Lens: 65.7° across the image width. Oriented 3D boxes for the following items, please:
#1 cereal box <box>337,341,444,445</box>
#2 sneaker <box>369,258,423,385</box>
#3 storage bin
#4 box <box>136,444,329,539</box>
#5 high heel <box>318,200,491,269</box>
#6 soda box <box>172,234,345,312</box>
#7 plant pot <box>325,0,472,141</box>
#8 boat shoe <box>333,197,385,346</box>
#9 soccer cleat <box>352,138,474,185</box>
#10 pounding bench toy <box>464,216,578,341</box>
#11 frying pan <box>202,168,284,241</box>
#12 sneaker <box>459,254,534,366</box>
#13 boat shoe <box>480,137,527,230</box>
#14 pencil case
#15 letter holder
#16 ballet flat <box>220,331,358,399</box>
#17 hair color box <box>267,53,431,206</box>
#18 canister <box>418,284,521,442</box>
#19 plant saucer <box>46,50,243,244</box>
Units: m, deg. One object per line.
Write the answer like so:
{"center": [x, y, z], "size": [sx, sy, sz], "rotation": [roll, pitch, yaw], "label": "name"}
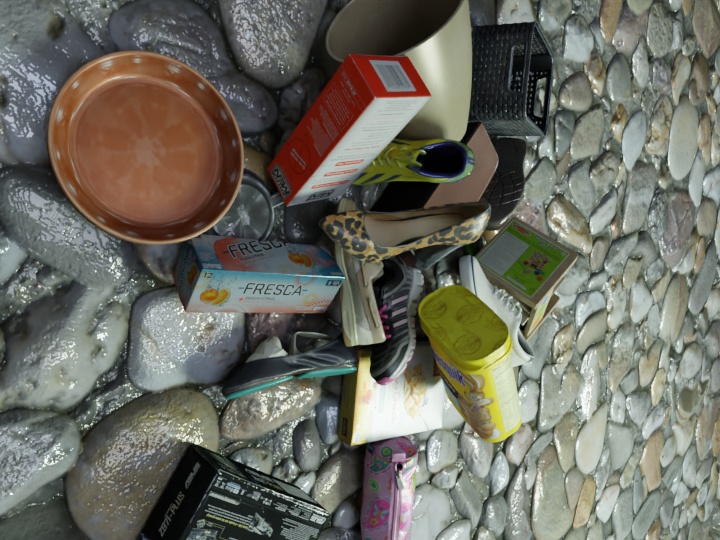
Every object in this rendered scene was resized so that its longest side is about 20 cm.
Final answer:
{"center": [0.058, 0.189, 0.889], "size": [0.198, 0.039, 0.146], "rotation": [2, 94, -39], "label": "cereal box"}
{"center": [0.034, 0.065, 0.811], "size": [0.087, 0.073, 0.202], "rotation": [31, 55, -25], "label": "sneaker"}
{"center": [0.239, -0.293, 0.879], "size": [0.199, 0.093, 0.137], "rotation": [-8, 103, -63], "label": "storage bin"}
{"center": [-0.162, 0.340, 0.705], "size": [0.200, 0.086, 0.165], "rotation": [38, 73, -36], "label": "box"}
{"center": [0.059, -0.065, 0.693], "size": [0.198, 0.142, 0.072], "rotation": [13, 55, -33], "label": "high heel"}
{"center": [-0.121, 0.007, 0.684], "size": [0.198, 0.064, 0.069], "rotation": [4, 130, -40], "label": "soda box"}
{"center": [0.078, -0.262, 0.759], "size": [0.188, 0.186, 0.200], "rotation": [-56, 140, -18], "label": "plant pot"}
{"center": [0.000, 0.000, 0.763], "size": [0.064, 0.072, 0.203], "rotation": [-5, 82, 2], "label": "boat shoe"}
{"center": [0.052, -0.149, 0.745], "size": [0.084, 0.197, 0.066], "rotation": [-34, 125, -80], "label": "soccer cleat"}
{"center": [0.239, 0.006, 0.964], "size": [0.124, 0.199, 0.157], "rotation": [-42, 153, -23], "label": "pounding bench toy"}
{"center": [-0.122, -0.070, 0.710], "size": [0.188, 0.031, 0.117], "rotation": [-2, 100, -36], "label": "frying pan"}
{"center": [0.212, 0.060, 0.863], "size": [0.202, 0.070, 0.073], "rotation": [63, 24, -19], "label": "sneaker"}
{"center": [0.242, -0.137, 0.941], "size": [0.074, 0.074, 0.201], "rotation": [79, 31, -53], "label": "boat shoe"}
{"center": [0.045, 0.362, 0.875], "size": [0.087, 0.087, 0.203], "rotation": [-5, 104, -38], "label": "pencil case"}
{"center": [0.128, -0.105, 0.862], "size": [0.201, 0.100, 0.142], "rotation": [-54, 127, -19], "label": "letter holder"}
{"center": [-0.095, 0.119, 0.744], "size": [0.198, 0.073, 0.074], "rotation": [-6, 102, -32], "label": "ballet flat"}
{"center": [-0.019, -0.160, 0.659], "size": [0.101, 0.200, 0.062], "rotation": [-19, 74, -44], "label": "hair color box"}
{"center": [0.165, 0.140, 0.819], "size": [0.086, 0.149, 0.201], "rotation": [-30, 129, -10], "label": "canister"}
{"center": [-0.223, -0.128, 0.596], "size": [0.198, 0.032, 0.203], "rotation": [2, 87, -34], "label": "plant saucer"}
